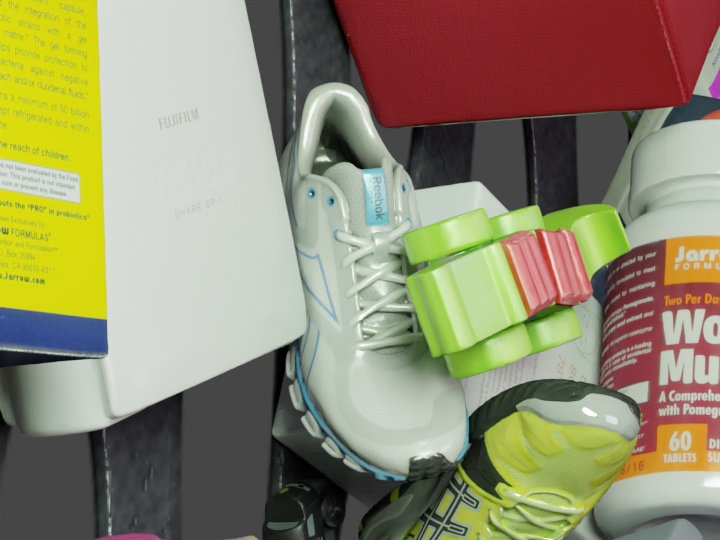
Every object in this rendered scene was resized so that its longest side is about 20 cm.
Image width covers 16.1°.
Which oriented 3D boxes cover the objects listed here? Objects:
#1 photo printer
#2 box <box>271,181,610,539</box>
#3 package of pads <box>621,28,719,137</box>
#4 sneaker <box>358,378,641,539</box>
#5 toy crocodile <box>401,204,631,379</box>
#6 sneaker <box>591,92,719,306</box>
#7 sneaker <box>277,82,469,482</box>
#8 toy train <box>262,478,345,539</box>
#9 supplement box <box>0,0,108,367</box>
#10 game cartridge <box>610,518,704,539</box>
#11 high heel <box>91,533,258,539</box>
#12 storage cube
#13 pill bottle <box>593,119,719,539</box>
[{"bbox_3d":[-0.100,-0.048,1.046,0.166,0.069,0.201,-21,102,-58],"label":"photo printer"},{"bbox_3d":[0.057,0.061,1.253,0.200,0.097,0.125,42,49,-46],"label":"box"},{"bbox_3d":[0.195,-0.194,1.559,0.155,0.068,0.200,61,37,-32],"label":"package of pads"},{"bbox_3d":[0.065,0.116,1.139,0.075,0.200,0.077,15,52,-20],"label":"sneaker"},{"bbox_3d":[0.068,0.004,1.113,0.200,0.062,0.068,-11,83,-69],"label":"toy crocodile"},{"bbox_3d":[0.178,-0.011,1.450,0.075,0.084,0.201,38,69,-49],"label":"sneaker"},{"bbox_3d":[0.000,0.000,1.121,0.087,0.075,0.201,103,-27,-49],"label":"sneaker"},{"bbox_3d":[-0.015,0.196,1.167,0.046,0.034,0.201,-14,96,-56],"label":"toy train"},{"bbox_3d":[-0.166,-0.066,0.903,0.109,0.108,0.201,9,75,-58],"label":"supplement box"},{"bbox_3d":[0.077,0.181,1.151,0.042,0.133,0.200,56,42,-4],"label":"game cartridge"},{"bbox_3d":[-0.087,0.207,1.046,0.096,0.067,0.201,-2,103,-23],"label":"high heel"},{"bbox_3d":[0.087,-0.194,1.266,0.171,0.199,0.180,-59,138,-46],"label":"storage cube"},{"bbox_3d":[0.173,0.035,1.251,0.109,0.109,0.201,35,53,-50],"label":"pill bottle"}]
